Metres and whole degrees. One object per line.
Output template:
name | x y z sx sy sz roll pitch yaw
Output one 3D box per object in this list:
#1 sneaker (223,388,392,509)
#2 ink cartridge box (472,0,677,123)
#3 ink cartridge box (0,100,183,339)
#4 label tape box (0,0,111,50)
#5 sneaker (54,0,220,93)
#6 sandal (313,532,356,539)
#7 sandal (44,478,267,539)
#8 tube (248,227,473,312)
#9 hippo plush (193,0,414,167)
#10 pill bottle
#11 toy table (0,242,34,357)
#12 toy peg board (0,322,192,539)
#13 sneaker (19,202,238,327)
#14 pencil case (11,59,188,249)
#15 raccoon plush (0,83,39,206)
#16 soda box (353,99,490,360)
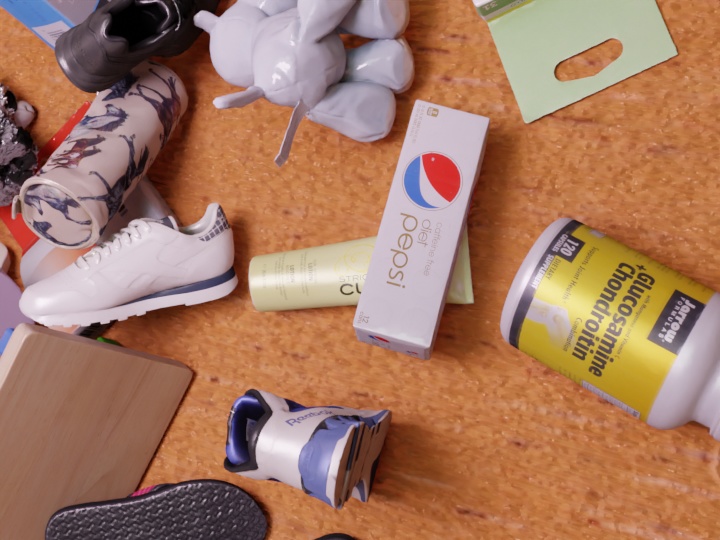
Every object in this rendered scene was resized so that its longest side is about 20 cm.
sneaker | -0.044 0.134 0.826 0.113 0.199 0.082 16 84 14
ink cartridge box | 0.166 -0.250 0.879 0.144 0.048 0.203 -23 73 16
ink cartridge box | -0.281 -0.051 1.021 0.162 0.050 0.201 -42 74 10
label tape box | -0.259 -0.313 0.964 0.065 0.143 0.203 2 65 38
sneaker | -0.182 -0.230 0.933 0.090 0.200 0.076 -20 113 46
sandal | -0.086 0.287 0.907 0.197 0.048 0.077 -18 91 3
sandal | -0.183 0.226 0.931 0.196 0.045 0.077 -4 96 -2
tube | 0.000 0.000 0.910 0.196 0.052 0.059 -6 118 12
hippo plush | -0.057 -0.188 0.926 0.160 0.159 0.201 23 75 51
pill bottle | 0.215 0.050 0.787 0.198 0.112 0.113 29 94 21
toy table | -0.402 0.048 0.995 0.117 0.182 0.202 37 130 30
toy peg board | -0.288 0.141 0.930 0.097 0.198 0.202 30 94 37
sneaker | -0.210 -0.005 0.925 0.076 0.197 0.082 35 135 58
pencil case | -0.238 -0.111 0.946 0.088 0.078 0.202 14 50 12
raccoon plush | -0.410 -0.140 1.011 0.135 0.198 0.097 53 124 26
soda box | 0.052 -0.034 0.860 0.067 0.064 0.203 14 77 7
